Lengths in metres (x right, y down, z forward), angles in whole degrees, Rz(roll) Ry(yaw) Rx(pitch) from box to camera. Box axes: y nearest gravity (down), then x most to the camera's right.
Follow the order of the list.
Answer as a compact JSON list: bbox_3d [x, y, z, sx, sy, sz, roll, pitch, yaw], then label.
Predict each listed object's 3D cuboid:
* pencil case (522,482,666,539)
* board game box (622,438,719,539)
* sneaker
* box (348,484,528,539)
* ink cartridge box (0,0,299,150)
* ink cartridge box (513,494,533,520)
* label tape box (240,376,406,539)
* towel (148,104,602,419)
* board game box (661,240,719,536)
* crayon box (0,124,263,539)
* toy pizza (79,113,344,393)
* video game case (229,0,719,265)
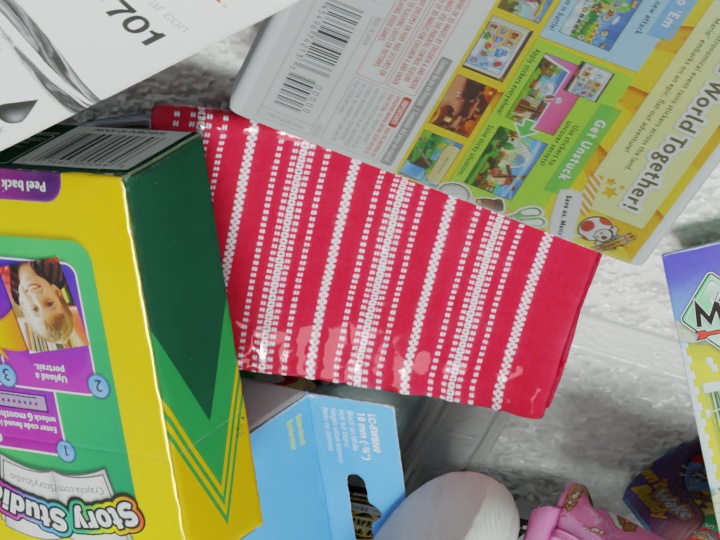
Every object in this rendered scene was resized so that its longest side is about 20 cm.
[{"bbox_3d":[0.160,0.164,0.954,0.199,0.083,0.087,22,114,17],"label":"pencil case"},{"bbox_3d":[0.222,0.148,1.095,0.157,0.039,0.200,-12,137,28],"label":"board game box"},{"bbox_3d":[0.034,0.172,1.009,0.088,0.075,0.200,22,125,-14],"label":"sneaker"},{"bbox_3d":[0.020,0.196,1.140,0.159,0.049,0.201,9,134,14],"label":"box"},{"bbox_3d":[-0.131,-0.132,0.793,0.199,0.086,0.146,-20,132,37],"label":"ink cartridge box"},{"bbox_3d":[0.082,0.180,1.158,0.099,0.039,0.200,-27,117,41],"label":"ink cartridge box"},{"bbox_3d":[-0.080,0.115,1.033,0.199,0.063,0.145,10,132,22],"label":"label tape box"},{"bbox_3d":[0.000,0.000,0.942,0.199,0.023,0.145,8,133,-9],"label":"towel"},{"bbox_3d":[0.228,0.038,0.886,0.199,0.135,0.029,-14,177,29],"label":"board game box"},{"bbox_3d":[-0.147,0.028,0.929,0.199,0.058,0.173,5,115,32],"label":"crayon box"},{"bbox_3d":[-0.072,0.005,0.998,0.199,0.032,0.201,7,143,6],"label":"toy pizza"},{"bbox_3d":[0.068,-0.098,0.819,0.181,0.023,0.200,20,135,-11],"label":"video game case"}]
